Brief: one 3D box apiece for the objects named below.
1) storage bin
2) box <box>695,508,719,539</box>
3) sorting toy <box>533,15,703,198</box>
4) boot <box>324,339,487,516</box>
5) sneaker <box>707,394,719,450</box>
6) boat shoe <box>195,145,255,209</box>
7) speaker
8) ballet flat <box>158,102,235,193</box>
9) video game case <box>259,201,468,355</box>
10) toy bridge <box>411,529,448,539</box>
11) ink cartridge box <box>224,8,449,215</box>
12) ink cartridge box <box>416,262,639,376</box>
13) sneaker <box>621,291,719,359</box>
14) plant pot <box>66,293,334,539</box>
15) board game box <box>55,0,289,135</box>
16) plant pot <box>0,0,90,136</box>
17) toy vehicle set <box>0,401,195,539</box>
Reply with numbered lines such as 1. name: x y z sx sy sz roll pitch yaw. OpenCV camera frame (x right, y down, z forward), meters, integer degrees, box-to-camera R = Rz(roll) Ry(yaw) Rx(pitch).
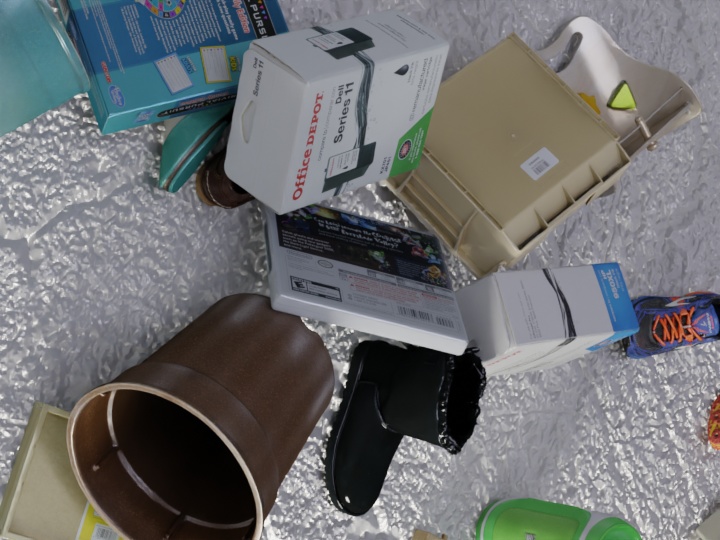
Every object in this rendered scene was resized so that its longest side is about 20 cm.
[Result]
1. storage bin: 0.150 -0.120 1.466 0.199 0.094 0.199 -36 76 -28
2. box: 0.494 0.361 1.655 0.078 0.200 0.095 -39 109 1
3. sorting toy: 0.272 -0.199 1.601 0.200 0.107 0.181 -38 98 -36
4. boot: 0.047 0.159 1.402 0.073 0.162 0.200 18 80 -39
5. sneaker: 0.513 0.159 1.757 0.200 0.073 0.077 -47 122 -22
6. boat shoe: -0.078 -0.132 1.389 0.200 0.070 0.071 -49 111 -25
7. speaker: 0.211 0.295 1.481 0.088 0.199 0.089 1 88 -32
8. ballet flat: -0.149 -0.161 1.356 0.070 0.067 0.200 40 66 1
9. video game case: 0.000 0.000 1.366 0.198 0.183 0.023 14 123 -18
10. toy bridge: 0.057 0.379 1.483 0.067 0.027 0.202 32 72 -30
11. ink cartridge box: -0.022 -0.153 1.307 0.199 0.083 0.148 -22 138 -42
12. ink cartridge box: 0.175 0.057 1.477 0.199 0.144 0.085 -4 73 -40
13. sneaker: 0.395 0.061 1.678 0.199 0.078 0.076 -14 95 -32
14. plant pot: -0.130 0.135 1.262 0.201 0.199 0.198 61 37 -15
15. board game box: -0.172 -0.226 1.304 0.198 0.047 0.152 -16 80 -23
16. plant pot: -0.359 -0.182 1.150 0.187 0.200 0.201 -37 108 -12
17. toy vehicle set: -0.234 0.215 1.303 0.199 0.026 0.125 25 75 -30
